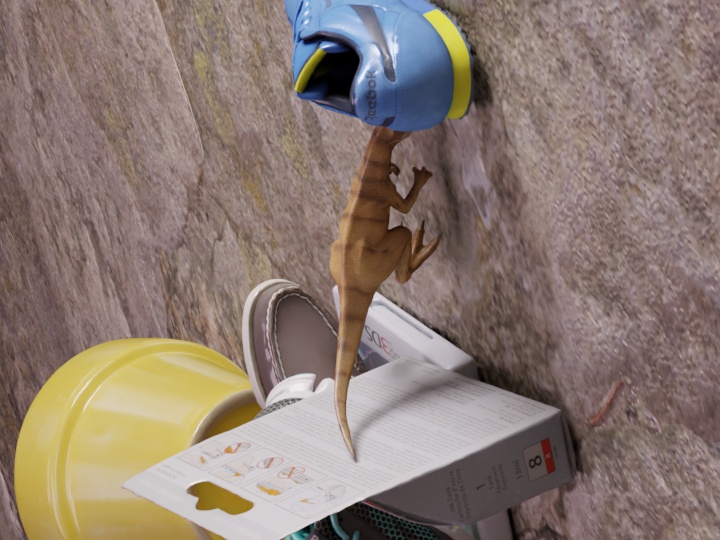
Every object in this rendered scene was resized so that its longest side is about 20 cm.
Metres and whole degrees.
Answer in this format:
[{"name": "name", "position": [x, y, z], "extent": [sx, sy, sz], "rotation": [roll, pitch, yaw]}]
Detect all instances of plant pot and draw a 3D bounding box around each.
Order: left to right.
[{"name": "plant pot", "position": [-0.118, 0.147, 1.979], "extent": [0.188, 0.200, 0.202], "rotation": [-5, 104, 56]}]

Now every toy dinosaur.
[{"name": "toy dinosaur", "position": [0.000, 0.000, 1.534], "extent": [0.106, 0.060, 0.201], "rotation": [15, -97, -74]}]

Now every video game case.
[{"name": "video game case", "position": [0.043, 0.121, 1.704], "extent": [0.182, 0.023, 0.201], "rotation": [-146, 39, -63]}]

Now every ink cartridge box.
[{"name": "ink cartridge box", "position": [-0.007, 0.114, 1.510], "extent": [0.162, 0.199, 0.050], "rotation": [17, 127, 57]}]

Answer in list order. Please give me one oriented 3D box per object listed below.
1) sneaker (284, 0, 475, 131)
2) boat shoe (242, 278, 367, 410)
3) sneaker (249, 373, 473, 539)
[{"name": "sneaker", "position": [-0.012, -0.128, 1.499], "extent": [0.200, 0.078, 0.066], "rotation": [-136, 41, -57]}, {"name": "boat shoe", "position": [-0.012, 0.098, 1.701], "extent": [0.059, 0.072, 0.201], "rotation": [-5, 107, 66]}, {"name": "sneaker", "position": [-0.004, 0.157, 1.622], "extent": [0.200, 0.091, 0.078], "rotation": [47, 122, 8]}]
